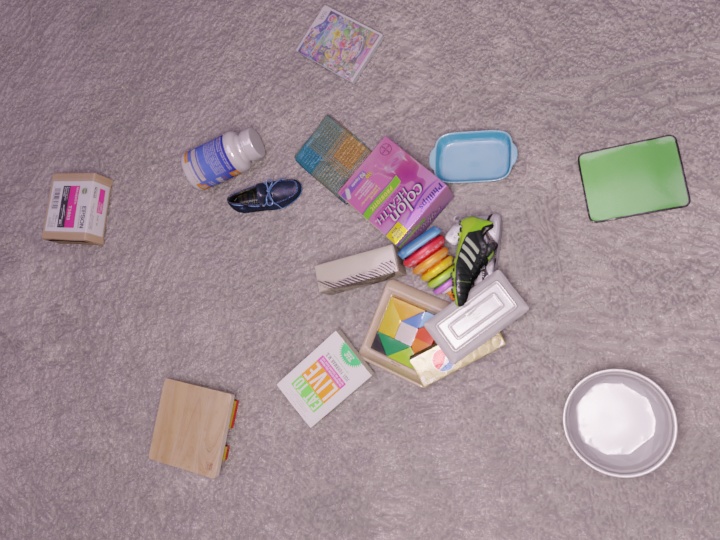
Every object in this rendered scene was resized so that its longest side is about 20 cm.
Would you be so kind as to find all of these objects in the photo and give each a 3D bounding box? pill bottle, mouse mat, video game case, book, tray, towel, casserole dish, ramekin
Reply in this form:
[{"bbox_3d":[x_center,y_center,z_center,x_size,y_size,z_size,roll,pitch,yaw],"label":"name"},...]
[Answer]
[{"bbox_3d":[-0.355,-0.295,1.539,0.199,0.112,0.112,-20,75,15],"label":"pill bottle"},{"bbox_3d":[0.576,-0.194,1.250,0.199,0.008,0.162,-10,78,19],"label":"mouse mat"},{"bbox_3d":[-0.056,-0.589,1.532,0.200,0.018,0.143,35,94,21],"label":"video game case"},{"bbox_3d":[-0.081,0.254,1.380,0.200,0.048,0.134,-43,76,14],"label":"book"},{"bbox_3d":[0.240,0.096,1.227,0.200,0.022,0.108,-37,77,3],"label":"tray"},{"bbox_3d":[-0.058,-0.279,1.481,0.200,0.022,0.147,42,97,18],"label":"towel"},{"bbox_3d":[0.260,-0.257,1.355,0.199,0.039,0.122,1,81,19],"label":"casserole dish"},{"bbox_3d":[0.498,0.291,1.145,0.199,0.105,0.201,-3,81,19],"label":"ramekin"}]

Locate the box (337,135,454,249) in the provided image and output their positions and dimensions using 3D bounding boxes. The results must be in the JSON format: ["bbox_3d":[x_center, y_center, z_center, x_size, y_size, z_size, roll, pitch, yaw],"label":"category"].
[{"bbox_3d":[0.082,-0.176,1.373,0.200,0.097,0.176,43,96,20],"label":"box"}]

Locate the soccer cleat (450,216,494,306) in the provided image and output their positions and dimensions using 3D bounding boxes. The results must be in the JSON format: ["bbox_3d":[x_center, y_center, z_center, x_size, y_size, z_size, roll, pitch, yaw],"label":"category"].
[{"bbox_3d":[0.235,-0.020,1.228,0.081,0.068,0.201,6,71,16],"label":"soccer cleat"}]

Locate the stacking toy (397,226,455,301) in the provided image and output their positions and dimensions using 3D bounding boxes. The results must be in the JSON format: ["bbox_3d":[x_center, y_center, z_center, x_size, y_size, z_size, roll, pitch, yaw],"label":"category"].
[{"bbox_3d":[0.181,0.010,1.313,0.110,0.116,0.200,-35,89,5],"label":"stacking toy"}]

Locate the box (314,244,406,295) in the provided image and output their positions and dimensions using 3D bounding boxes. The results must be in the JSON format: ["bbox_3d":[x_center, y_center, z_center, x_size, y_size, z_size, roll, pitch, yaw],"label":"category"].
[{"bbox_3d":[0.000,0.000,1.382,0.199,0.082,0.069,-16,77,18],"label":"box"}]

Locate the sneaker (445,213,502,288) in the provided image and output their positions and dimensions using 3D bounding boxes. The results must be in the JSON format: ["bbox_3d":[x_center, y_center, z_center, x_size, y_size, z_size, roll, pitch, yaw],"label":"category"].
[{"bbox_3d":[0.245,-0.033,1.306,0.115,0.075,0.201,7,79,21],"label":"sneaker"}]

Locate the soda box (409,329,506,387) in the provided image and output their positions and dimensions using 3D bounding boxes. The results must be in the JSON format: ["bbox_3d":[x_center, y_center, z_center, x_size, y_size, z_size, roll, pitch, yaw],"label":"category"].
[{"bbox_3d":[0.208,0.172,1.269,0.200,0.064,0.068,-28,86,5],"label":"soda box"}]

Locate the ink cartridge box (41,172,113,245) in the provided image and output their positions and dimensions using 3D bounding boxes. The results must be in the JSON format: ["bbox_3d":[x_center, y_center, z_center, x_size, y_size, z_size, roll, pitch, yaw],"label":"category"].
[{"bbox_3d":[-0.817,-0.178,1.702,0.164,0.075,0.201,2,81,21],"label":"ink cartridge box"}]

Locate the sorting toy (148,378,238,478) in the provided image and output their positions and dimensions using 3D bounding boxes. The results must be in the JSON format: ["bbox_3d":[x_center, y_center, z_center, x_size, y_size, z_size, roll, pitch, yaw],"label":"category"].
[{"bbox_3d":[-0.407,0.386,1.466,0.198,0.070,0.201,8,84,21],"label":"sorting toy"}]

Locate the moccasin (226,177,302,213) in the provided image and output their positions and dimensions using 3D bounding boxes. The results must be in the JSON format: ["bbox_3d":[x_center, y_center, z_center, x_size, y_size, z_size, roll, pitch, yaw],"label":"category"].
[{"bbox_3d":[-0.247,-0.186,1.505,0.199,0.068,0.081,-18,76,16],"label":"moccasin"}]

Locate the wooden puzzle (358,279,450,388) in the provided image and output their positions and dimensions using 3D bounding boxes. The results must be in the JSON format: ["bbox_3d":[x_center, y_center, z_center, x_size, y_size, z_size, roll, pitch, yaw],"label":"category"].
[{"bbox_3d":[0.107,0.141,1.343,0.185,0.037,0.201,23,89,22],"label":"wooden puzzle"}]
